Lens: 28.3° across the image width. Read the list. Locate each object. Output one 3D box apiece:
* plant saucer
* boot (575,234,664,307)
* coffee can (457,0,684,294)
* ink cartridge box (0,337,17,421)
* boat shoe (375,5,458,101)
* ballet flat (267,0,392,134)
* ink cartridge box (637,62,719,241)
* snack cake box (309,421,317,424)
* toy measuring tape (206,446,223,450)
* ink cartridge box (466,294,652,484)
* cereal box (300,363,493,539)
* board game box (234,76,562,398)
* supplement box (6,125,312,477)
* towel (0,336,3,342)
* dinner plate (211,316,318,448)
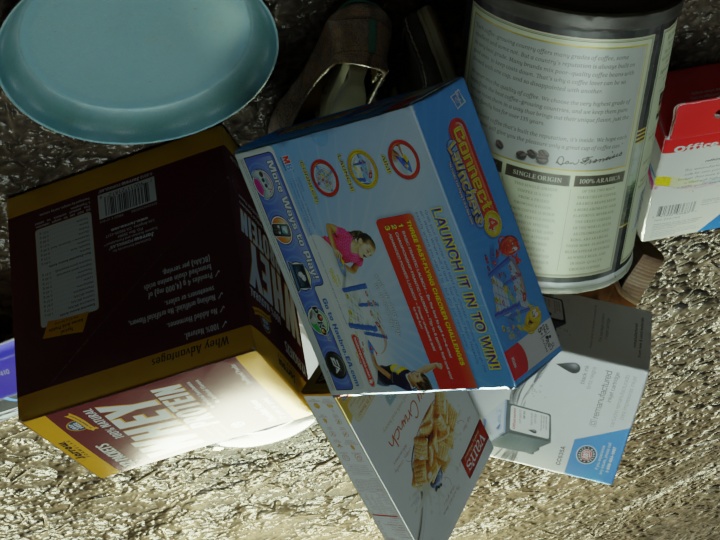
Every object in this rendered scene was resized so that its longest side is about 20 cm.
[{"bbox_3d":[-0.156,-0.158,1.001,0.197,0.028,0.201,-9,150,-5],"label":"plant saucer"},{"bbox_3d":[0.172,0.017,1.313,0.198,0.077,0.156,17,117,-41],"label":"boot"},{"bbox_3d":[0.135,-0.107,0.991,0.144,0.147,0.203,-3,120,-14],"label":"coffee can"},{"bbox_3d":[-0.331,0.105,1.296,0.196,0.044,0.200,-20,171,9],"label":"ink cartridge box"},{"bbox_3d":[0.043,-0.123,1.088,0.064,0.073,0.201,-16,156,-2],"label":"boat shoe"},{"bbox_3d":[-0.026,-0.117,1.076,0.067,0.068,0.201,3,148,-16],"label":"ballet flat"},{"bbox_3d":[0.292,-0.111,1.196,0.114,0.068,0.201,-10,150,-4],"label":"ink cartridge box"},{"bbox_3d":[-0.026,0.103,1.396,0.197,0.068,0.115,-4,-173,-12],"label":"snack cake box"},{"bbox_3d":[-0.174,0.138,1.457,0.073,0.074,0.200,-22,148,18],"label":"toy measuring tape"},{"bbox_3d":[0.147,0.093,1.274,0.197,0.086,0.148,11,129,4],"label":"ink cartridge box"},{"bbox_3d":[0.037,0.125,1.179,0.039,0.144,0.201,-4,127,36],"label":"cereal box"},{"bbox_3d":[0.022,-0.016,0.998,0.056,0.202,0.194,-31,-165,-39],"label":"board game box"},{"bbox_3d":[-0.161,0.028,1.140,0.195,0.202,0.133,-17,150,11],"label":"supplement box"},{"bbox_3d":[-0.435,0.061,1.260,0.198,0.050,0.148,-21,146,12],"label":"towel"},{"bbox_3d":[-0.096,0.086,1.271,0.197,0.024,0.203,-6,124,-9],"label":"dinner plate"}]
